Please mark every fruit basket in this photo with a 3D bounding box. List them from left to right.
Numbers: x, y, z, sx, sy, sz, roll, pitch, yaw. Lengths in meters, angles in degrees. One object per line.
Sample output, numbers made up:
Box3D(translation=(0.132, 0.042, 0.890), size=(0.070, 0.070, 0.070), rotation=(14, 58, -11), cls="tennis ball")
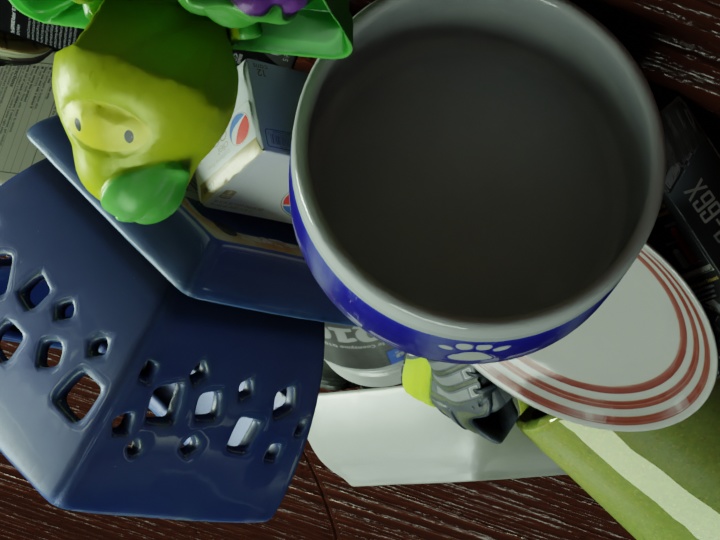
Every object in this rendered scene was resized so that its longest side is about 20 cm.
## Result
Box3D(translation=(-0.110, -0.136, 1.229), size=(0.215, 0.216, 0.156), rotation=(9, 159, 21), cls="fruit basket")

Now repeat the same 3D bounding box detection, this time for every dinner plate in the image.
Box3D(translation=(0.122, 0.019, 1.430), size=(0.200, 0.024, 0.201), rotation=(21, 142, 17), cls="dinner plate")

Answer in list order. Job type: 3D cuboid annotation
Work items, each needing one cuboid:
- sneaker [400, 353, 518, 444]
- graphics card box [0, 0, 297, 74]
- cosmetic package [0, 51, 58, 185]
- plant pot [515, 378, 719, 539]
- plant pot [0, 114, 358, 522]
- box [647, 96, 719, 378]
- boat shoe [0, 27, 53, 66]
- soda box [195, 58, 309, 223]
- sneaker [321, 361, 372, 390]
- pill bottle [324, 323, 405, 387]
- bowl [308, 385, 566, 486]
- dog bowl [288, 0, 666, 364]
Box3D(translation=(0.073, 0.046, 1.568), size=(0.081, 0.074, 0.200), rotation=(39, 164, 22), cls="sneaker")
Box3D(translation=(-0.129, -0.158, 1.400), size=(0.199, 0.051, 0.126), rotation=(19, 159, -2), cls="graphics card box")
Box3D(translation=(-0.234, -0.089, 1.590), size=(0.199, 0.104, 0.073), rotation=(9, 159, 24), cls="cosmetic package")
Box3D(translation=(0.213, 0.104, 1.643), size=(0.184, 0.201, 0.200), rotation=(35, 156, -15), cls="plant pot")
Box3D(translation=(-0.128, 0.022, 1.455), size=(0.200, 0.180, 0.200), rotation=(12, -154, -52), cls="plant pot")
Box3D(translation=(0.165, -0.004, 1.455), size=(0.158, 0.050, 0.200), rotation=(56, 151, -5), cls="box")
Box3D(translation=(-0.281, -0.164, 1.474), size=(0.199, 0.073, 0.065), rotation=(19, 155, -5), cls="boat shoe")
Box3D(translation=(0.000, -0.063, 1.420), size=(0.199, 0.064, 0.068), rotation=(11, 146, -36), cls="soda box")
Box3D(translation=(0.015, 0.055, 1.824), size=(0.199, 0.071, 0.099), rotation=(9, 163, 31), cls="sneaker")
Box3D(translation=(0.000, 0.000, 1.616), size=(0.113, 0.114, 0.200), rotation=(12, 159, 14), cls="pill bottle")
Box3D(translation=(0.075, 0.122, 1.824), size=(0.199, 0.075, 0.200), rotation=(-7, 175, 40), cls="bowl")
Box3D(translation=(0.060, -0.053, 1.303), size=(0.199, 0.201, 0.079), rotation=(17, 162, 0), cls="dog bowl")
